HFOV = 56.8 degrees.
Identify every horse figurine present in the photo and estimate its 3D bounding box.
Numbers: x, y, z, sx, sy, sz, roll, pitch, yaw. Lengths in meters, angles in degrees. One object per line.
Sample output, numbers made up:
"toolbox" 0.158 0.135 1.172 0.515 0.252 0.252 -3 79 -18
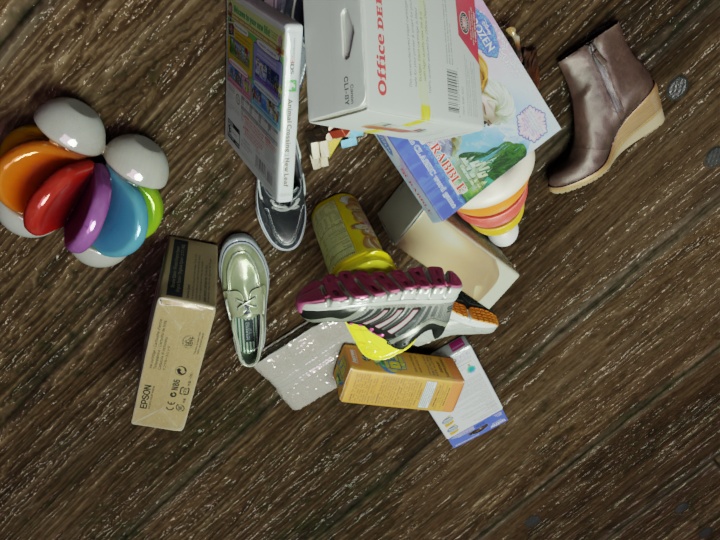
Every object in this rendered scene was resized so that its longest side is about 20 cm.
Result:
"horse figurine" 0.158 -0.232 0.872 0.197 0.050 0.135 -20 97 -6

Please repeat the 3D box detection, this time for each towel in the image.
"towel" -0.059 0.136 1.060 0.198 0.035 0.133 -32 122 5

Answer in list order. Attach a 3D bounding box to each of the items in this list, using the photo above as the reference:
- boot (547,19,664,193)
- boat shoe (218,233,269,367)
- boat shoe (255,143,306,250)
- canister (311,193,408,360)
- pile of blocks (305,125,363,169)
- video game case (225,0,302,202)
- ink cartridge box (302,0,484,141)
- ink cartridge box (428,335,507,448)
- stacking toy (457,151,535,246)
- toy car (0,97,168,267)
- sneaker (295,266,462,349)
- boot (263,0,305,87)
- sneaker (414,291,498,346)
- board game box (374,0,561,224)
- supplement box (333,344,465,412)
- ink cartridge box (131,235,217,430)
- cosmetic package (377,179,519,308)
"boot" 0.317 -0.226 0.943 0.199 0.073 0.167 -37 110 10
"boat shoe" -0.161 0.046 0.961 0.071 0.062 0.203 -9 121 -10
"boat shoe" -0.103 -0.109 0.882 0.070 0.068 0.203 -5 121 -12
"canister" 0.000 0.000 0.896 0.085 0.201 0.150 -25 124 1
"pile of blocks" -0.004 -0.209 0.854 0.081 0.062 0.202 20 113 -24
"video game case" -0.114 -0.202 0.747 0.022 0.200 0.185 -8 123 -25
"ink cartridge box" 0.037 -0.219 0.683 0.198 0.082 0.148 -4 91 -48
"ink cartridge box" 0.172 0.217 1.167 0.118 0.042 0.202 -29 120 4
"stacking toy" 0.187 -0.097 0.952 0.144 0.147 0.201 -28 139 3
"toy car" -0.330 -0.086 0.785 0.198 0.151 0.176 28 110 -27
"sneaker" 0.023 0.051 0.767 0.196 0.074 0.089 -5 115 -18
"boot" -0.059 -0.282 0.751 0.089 0.073 0.203 18 131 16
"sneaker" 0.120 0.080 1.061 0.196 0.076 0.093 10 125 -12
"board game box" 0.115 -0.198 0.813 0.198 0.041 0.201 -37 98 -10
"supplement box" 0.061 0.172 1.053 0.196 0.067 0.070 7 118 -18
"ink cartridge box" -0.249 0.082 0.897 0.074 0.166 0.203 11 116 -18
"cosmetic package" 0.127 -0.038 0.967 0.198 0.106 0.071 32 108 -27
